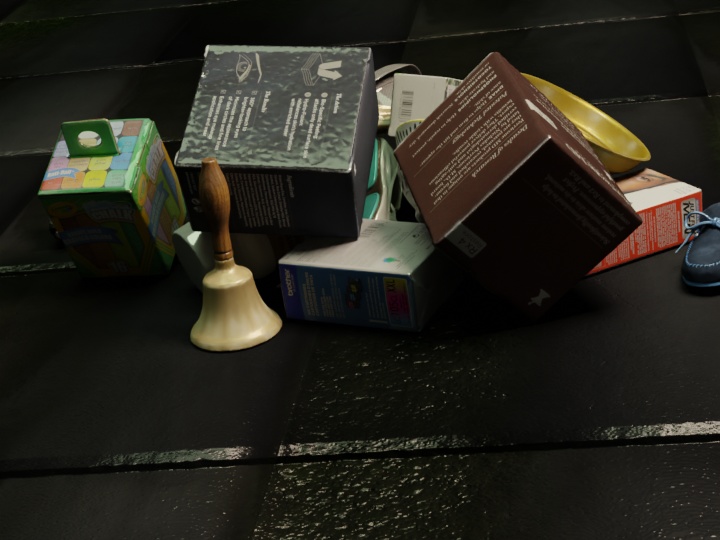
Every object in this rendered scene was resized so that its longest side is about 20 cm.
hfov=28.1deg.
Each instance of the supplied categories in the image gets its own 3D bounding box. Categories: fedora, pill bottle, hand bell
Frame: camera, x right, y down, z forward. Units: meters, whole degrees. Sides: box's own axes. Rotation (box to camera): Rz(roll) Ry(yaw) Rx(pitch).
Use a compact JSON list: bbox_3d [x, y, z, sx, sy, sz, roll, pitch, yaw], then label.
[{"bbox_3d":[0.045,-0.187,1.965,0.177,0.200,0.090,-44,66,-8],"label":"fedora"},{"bbox_3d":[-0.118,-0.056,1.715,0.199,0.115,0.114,-32,31,-20],"label":"pill bottle"},{"bbox_3d":[-0.149,-0.024,1.562,0.103,0.202,0.104,-6,23,3],"label":"hand bell"}]

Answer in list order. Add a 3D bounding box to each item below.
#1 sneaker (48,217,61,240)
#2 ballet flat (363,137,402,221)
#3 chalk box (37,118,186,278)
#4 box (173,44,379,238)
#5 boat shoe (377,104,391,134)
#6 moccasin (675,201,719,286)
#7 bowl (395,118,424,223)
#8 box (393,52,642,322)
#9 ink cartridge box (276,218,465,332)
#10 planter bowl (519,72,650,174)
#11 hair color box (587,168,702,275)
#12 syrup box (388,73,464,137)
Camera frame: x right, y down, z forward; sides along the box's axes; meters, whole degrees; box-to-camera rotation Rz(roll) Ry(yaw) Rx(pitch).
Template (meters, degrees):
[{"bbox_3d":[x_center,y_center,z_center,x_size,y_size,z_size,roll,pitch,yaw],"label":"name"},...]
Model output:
[{"bbox_3d":[-0.321,-0.071,1.911,0.198,0.081,0.087,-11,34,13],"label":"sneaker"},{"bbox_3d":[0.022,-0.079,1.788,0.069,0.070,0.201,-2,50,14],"label":"ballet flat"},{"bbox_3d":[-0.304,-0.101,1.753,0.123,0.201,0.124,-2,50,15],"label":"chalk box"},{"bbox_3d":[-0.089,-0.148,1.637,0.198,0.118,0.198,2,51,9],"label":"box"},{"bbox_3d":[-0.021,-0.214,1.850,0.198,0.070,0.074,3,-3,3],"label":"boat shoe"},{"bbox_3d":[0.397,-0.045,1.603,0.080,0.069,0.200,3,25,24],"label":"moccasin"},{"bbox_3d":[0.122,-0.093,1.731,0.199,0.095,0.201,18,-14,5],"label":"bowl"},{"bbox_3d":[0.163,-0.091,1.541,0.164,0.166,0.200,-43,33,15],"label":"box"},{"bbox_3d":[0.000,0.000,1.615,0.199,0.077,0.136,7,27,27],"label":"ink cartridge box"},{"bbox_3d":[0.248,-0.155,1.760,0.199,0.084,0.201,25,21,-10],"label":"planter bowl"},{"bbox_3d":[0.284,-0.055,1.670,0.199,0.064,0.111,-16,24,-22],"label":"hair color box"},{"bbox_3d":[0.124,-0.200,1.831,0.081,0.079,0.199,9,6,33],"label":"syrup box"}]
